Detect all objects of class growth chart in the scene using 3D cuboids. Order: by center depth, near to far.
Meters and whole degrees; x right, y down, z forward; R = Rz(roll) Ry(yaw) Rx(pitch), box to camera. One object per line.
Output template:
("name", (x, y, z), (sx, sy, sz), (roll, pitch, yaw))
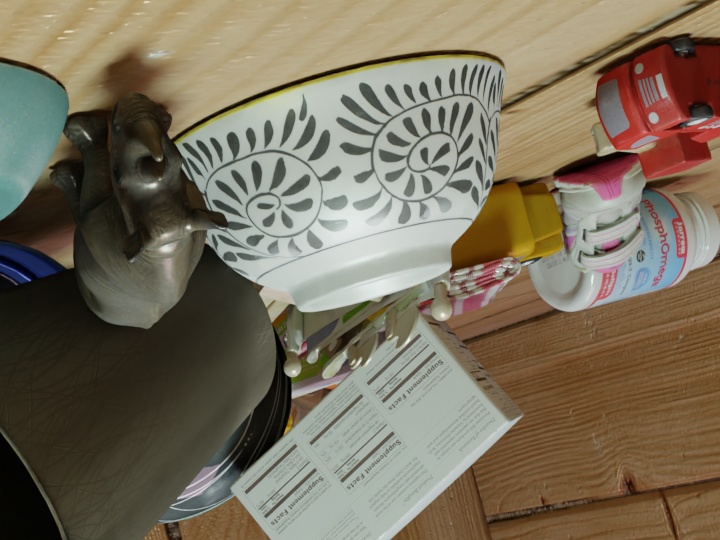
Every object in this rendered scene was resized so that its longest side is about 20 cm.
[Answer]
("growth chart", (0.000, 0.000, 0.854), (0.018, 0.147, 0.199), (18, 154, -29))

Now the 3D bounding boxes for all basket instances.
("basket", (-0.146, 0.068, 0.686), (0.200, 0.180, 0.137), (-34, 160, -51))

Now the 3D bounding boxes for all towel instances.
("towel", (0.032, 0.037, 1.080), (0.197, 0.030, 0.146), (-15, 172, -5))

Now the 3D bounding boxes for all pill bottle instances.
("pill bottle", (0.279, -0.027, 1.354), (0.198, 0.110, 0.108), (-12, 173, -31))

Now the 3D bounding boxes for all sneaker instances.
("sneaker", (0.217, -0.046, 1.145), (0.080, 0.089, 0.200), (-16, 173, 5))

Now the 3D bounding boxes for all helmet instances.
("helmet", (-0.154, 0.108, 1.077), (0.197, 0.193, 0.200), (-16, 173, -2))

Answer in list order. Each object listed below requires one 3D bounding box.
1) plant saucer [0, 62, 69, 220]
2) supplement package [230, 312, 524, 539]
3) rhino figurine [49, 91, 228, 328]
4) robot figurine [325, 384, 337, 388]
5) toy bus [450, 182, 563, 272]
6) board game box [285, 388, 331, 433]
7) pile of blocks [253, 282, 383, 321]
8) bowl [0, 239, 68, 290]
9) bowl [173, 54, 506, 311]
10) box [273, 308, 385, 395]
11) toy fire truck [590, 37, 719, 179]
("plant saucer", (-0.209, -0.030, 0.511), (0.197, 0.036, 0.200), (-16, 173, -2))
("supplement package", (0.020, 0.144, 1.042), (0.200, 0.111, 0.156), (-43, 169, 6))
("rhino figurine", (-0.098, -0.026, 0.576), (0.059, 0.089, 0.200), (-14, 173, -18))
("robot figurine", (-0.008, 0.070, 1.446), (0.117, 0.144, 0.199), (-52, 157, 25))
("toy bus", (0.076, -0.026, 1.082), (0.197, 0.066, 0.078), (-14, 171, -13))
("board game box", (-0.068, 0.126, 1.436), (0.198, 0.200, 0.026), (7, 119, -46))
("pile of blocks", (-0.044, -0.017, 0.853), (0.061, 0.083, 0.199), (14, 165, -31))
("bowl", (-0.226, 0.082, 0.730), (0.039, 0.204, 0.199), (8, -169, 41))
("bowl", (-0.004, -0.035, 0.699), (0.198, 0.096, 0.201), (-16, 173, -2))
("box", (-0.041, 0.055, 1.251), (0.198, 0.114, 0.101), (-23, 171, 35))
("toy fire truck", (0.199, -0.100, 0.834), (0.198, 0.049, 0.140), (-9, 171, -43))
